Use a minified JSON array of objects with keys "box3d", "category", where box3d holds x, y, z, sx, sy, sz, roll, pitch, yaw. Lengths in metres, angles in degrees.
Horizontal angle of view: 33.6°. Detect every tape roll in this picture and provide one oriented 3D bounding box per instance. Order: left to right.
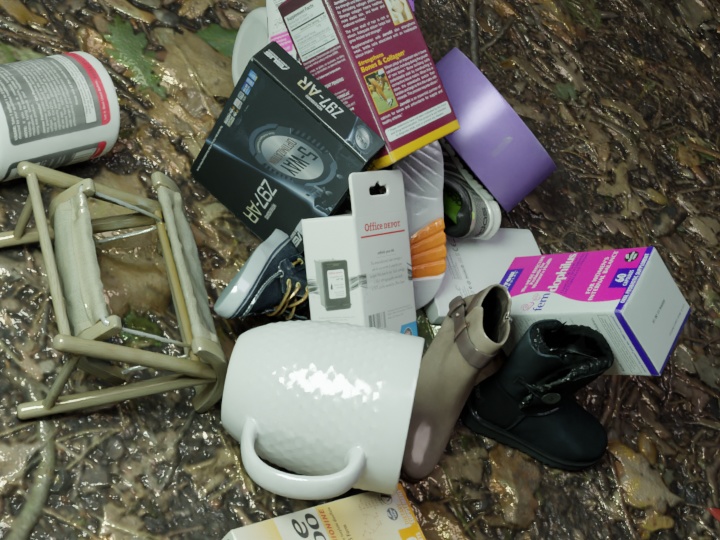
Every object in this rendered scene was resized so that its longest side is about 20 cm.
[{"box3d":[0.151,-0.175,1.493,0.200,0.085,0.200,49,6,-7],"category":"tape roll"}]

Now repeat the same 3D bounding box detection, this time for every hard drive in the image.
[{"box3d":[0.150,0.005,1.465,0.198,0.027,0.133,1,56,-33],"category":"hard drive"}]

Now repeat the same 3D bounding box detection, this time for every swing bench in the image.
[{"box3d":[-0.225,0.019,1.122,0.198,0.130,0.201,1,55,-34],"category":"swing bench"}]

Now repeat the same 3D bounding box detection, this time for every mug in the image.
[{"box3d":[-0.041,0.134,1.101,0.173,0.149,0.201,11,34,4],"category":"mug"}]

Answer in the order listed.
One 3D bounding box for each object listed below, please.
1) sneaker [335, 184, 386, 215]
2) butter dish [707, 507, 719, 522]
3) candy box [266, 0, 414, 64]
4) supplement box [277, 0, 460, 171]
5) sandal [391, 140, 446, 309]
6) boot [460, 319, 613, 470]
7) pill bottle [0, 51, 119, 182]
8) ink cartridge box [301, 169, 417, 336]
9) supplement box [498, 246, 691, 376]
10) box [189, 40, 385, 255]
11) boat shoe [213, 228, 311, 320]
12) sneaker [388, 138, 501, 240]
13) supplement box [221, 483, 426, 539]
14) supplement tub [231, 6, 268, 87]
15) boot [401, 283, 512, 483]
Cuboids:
[{"box3d":[-0.030,-0.110,1.402,0.198,0.078,0.080,18,36,-24],"category":"sneaker"},{"box3d":[0.462,0.379,1.307,0.198,0.149,0.200,29,3,-10],"category":"butter dish"},{"box3d":[-0.019,-0.241,1.364,0.166,0.071,0.203,-3,90,-34],"category":"candy box"},{"box3d":[0.009,-0.216,1.274,0.110,0.085,0.202,-29,99,-36],"category":"supplement box"},{"box3d":[0.061,-0.057,1.384,0.078,0.059,0.210,6,92,-10],"category":"sandal"},{"box3d":[0.229,0.138,1.311,0.198,0.168,0.077,21,47,-20],"category":"boot"},{"box3d":[-0.347,-0.148,1.183,0.199,0.111,0.111,-22,70,-43],"category":"pill bottle"},{"box3d":[0.000,0.000,1.247,0.115,0.066,0.203,-11,96,-59],"category":"ink cartridge box"},{"box3d":[0.251,0.048,1.349,0.104,0.198,0.102,52,55,-26],"category":"supplement box"},{"box3d":[-0.083,-0.120,1.277,0.160,0.200,0.044,42,47,2],"category":"box"},{"box3d":[-0.082,0.020,1.225,0.091,0.071,0.200,40,19,-3],"category":"boat shoe"},{"box3d":[0.082,-0.109,1.453,0.200,0.074,0.087,47,31,19],"category":"sneaker"},{"box3d":[-0.027,0.284,1.087,0.198,0.074,0.127,-8,61,-38],"category":"supplement box"},{"box3d":[-0.047,-0.249,1.461,0.198,0.123,0.124,0,56,-34],"category":"supplement tub"},{"box3d":[0.101,0.109,1.261,0.070,0.146,0.202,27,46,-16],"category":"boot"}]
